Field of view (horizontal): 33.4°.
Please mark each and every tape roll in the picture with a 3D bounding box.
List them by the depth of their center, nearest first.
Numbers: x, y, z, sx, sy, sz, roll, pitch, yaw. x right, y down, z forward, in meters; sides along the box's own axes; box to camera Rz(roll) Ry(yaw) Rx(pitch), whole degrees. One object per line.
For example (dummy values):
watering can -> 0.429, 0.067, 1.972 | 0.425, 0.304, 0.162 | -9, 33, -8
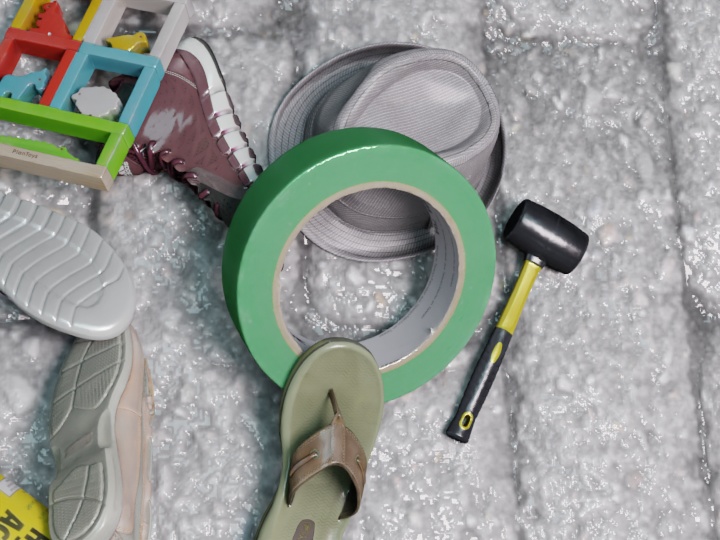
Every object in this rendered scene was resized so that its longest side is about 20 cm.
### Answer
tape roll -> 0.000, 0.000, 0.873 | 0.198, 0.048, 0.203 | -9, 115, -19

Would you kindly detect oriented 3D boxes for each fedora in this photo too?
fedora -> 0.031, -0.106, 0.939 | 0.197, 0.090, 0.179 | -16, 80, -15

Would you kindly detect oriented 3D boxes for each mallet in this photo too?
mallet -> 0.125, 0.046, 0.955 | 0.065, 0.041, 0.202 | 21, 78, -9

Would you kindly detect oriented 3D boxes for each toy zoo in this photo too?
toy zoo -> -0.209, -0.160, 0.905 | 0.129, 0.021, 0.202 | 12, 64, 14

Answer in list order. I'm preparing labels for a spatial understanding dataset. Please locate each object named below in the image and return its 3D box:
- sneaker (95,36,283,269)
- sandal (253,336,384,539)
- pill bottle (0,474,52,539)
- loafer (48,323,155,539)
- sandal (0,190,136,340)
sneaker -> -0.137, -0.071, 0.912 | 0.114, 0.076, 0.202 | -21, 72, -10
sandal -> -0.023, 0.149, 0.855 | 0.079, 0.057, 0.204 | 11, 92, -25
pill bottle -> -0.219, 0.220, 0.796 | 0.199, 0.111, 0.112 | 36, 72, -2
loafer -> -0.173, 0.119, 0.831 | 0.071, 0.063, 0.202 | -27, 41, 18
sandal -> -0.249, -0.009, 0.881 | 0.201, 0.050, 0.083 | 30, 56, 10
